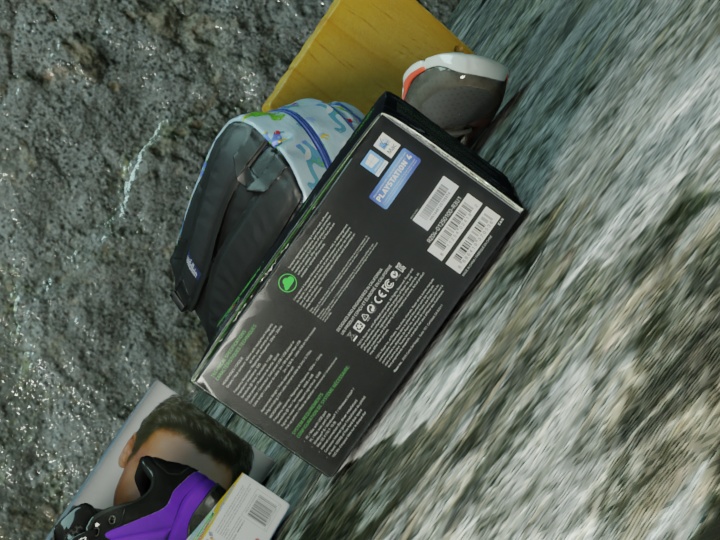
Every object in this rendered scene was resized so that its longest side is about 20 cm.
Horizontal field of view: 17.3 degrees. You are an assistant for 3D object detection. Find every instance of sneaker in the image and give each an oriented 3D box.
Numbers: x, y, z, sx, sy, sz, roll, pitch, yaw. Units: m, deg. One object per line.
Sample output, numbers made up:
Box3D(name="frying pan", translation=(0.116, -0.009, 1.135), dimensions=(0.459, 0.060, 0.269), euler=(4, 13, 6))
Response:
Box3D(name="sneaker", translation=(-0.155, 0.198, 1.446), dimensions=(0.200, 0.099, 0.070), euler=(-57, 2, -30))
Box3D(name="sneaker", translation=(0.053, -0.086, 1.721), dimensions=(0.200, 0.077, 0.082), euler=(129, 147, -58))

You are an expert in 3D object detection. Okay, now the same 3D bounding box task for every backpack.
Box3D(name="backpack", translation=(-0.055, -0.034, 1.718), dimensions=(0.153, 0.163, 0.200), euler=(-22, -36, -19))

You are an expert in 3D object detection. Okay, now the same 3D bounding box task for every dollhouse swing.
Box3D(name="dollhouse swing", translation=(-0.016, -0.100, 1.919), dimensions=(0.200, 0.182, 0.176), euler=(-57, 18, -25))

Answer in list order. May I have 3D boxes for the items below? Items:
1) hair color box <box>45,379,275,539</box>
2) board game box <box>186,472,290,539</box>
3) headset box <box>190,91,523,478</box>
Box3D(name="hair color box", translation=(-0.149, 0.180, 1.542), dimensions=(0.200, 0.099, 0.061), euler=(-58, 5, -36))
Box3D(name="board game box", translation=(-0.119, 0.221, 1.313), dimensions=(0.200, 0.034, 0.135), euler=(-58, 5, -38))
Box3D(name="headset box", translation=(0.000, 0.000, 1.291), dimensions=(0.174, 0.093, 0.200), euler=(-54, 3, 8))
